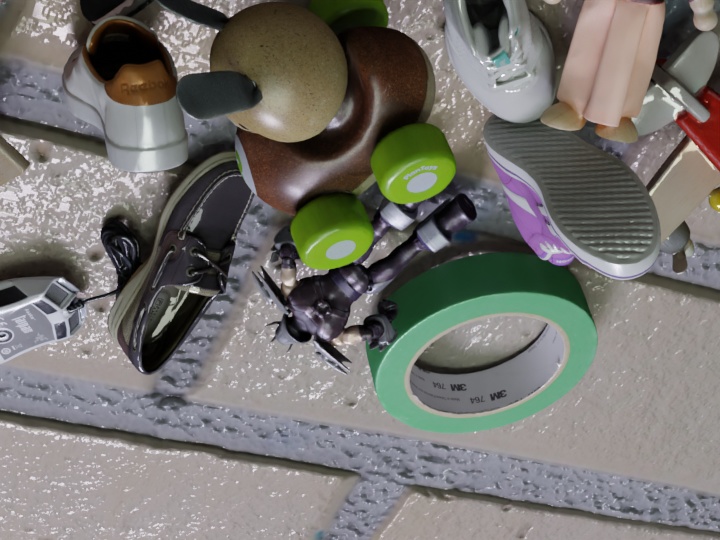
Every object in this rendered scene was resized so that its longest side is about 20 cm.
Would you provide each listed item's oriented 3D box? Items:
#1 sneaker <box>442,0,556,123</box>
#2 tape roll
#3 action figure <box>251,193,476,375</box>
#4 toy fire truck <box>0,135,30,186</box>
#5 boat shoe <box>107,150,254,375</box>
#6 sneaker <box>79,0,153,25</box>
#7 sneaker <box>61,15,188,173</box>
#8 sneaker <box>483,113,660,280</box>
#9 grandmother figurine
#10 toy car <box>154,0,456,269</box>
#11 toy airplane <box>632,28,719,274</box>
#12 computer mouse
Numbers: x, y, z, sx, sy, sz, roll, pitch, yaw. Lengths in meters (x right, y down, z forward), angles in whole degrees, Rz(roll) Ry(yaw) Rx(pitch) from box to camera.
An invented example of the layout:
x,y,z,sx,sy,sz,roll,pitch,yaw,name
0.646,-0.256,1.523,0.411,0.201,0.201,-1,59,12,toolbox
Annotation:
x,y,z,sx,sy,sz,roll,pitch,yaw,name
0.094,-0.164,1.026,0.075,0.089,0.200,-20,135,10,sneaker
0.106,0.067,1.279,0.200,0.048,0.201,-9,140,-8,tape roll
0.000,0.000,1.179,0.200,0.069,0.130,-41,110,17,action figure
-0.343,-0.068,1.048,0.200,0.129,0.176,-41,128,14,toy fire truck
-0.133,-0.002,1.150,0.072,0.065,0.200,13,121,-44,boat shoe
-0.124,-0.242,0.942,0.200,0.076,0.088,-34,107,28,sneaker
-0.154,-0.136,0.962,0.073,0.200,0.085,-12,116,-19,sneaker
0.168,-0.035,1.094,0.072,0.201,0.114,-25,131,-7,sneaker
0.187,-0.191,1.001,0.121,0.061,0.201,9,116,-1,grandmother figurine
-0.060,-0.116,0.958,0.158,0.165,0.200,-39,147,28,toy car
0.283,-0.096,1.108,0.199,0.141,0.200,-3,100,9,toy airplane
-0.267,0.026,1.202,0.199,0.044,0.110,-17,140,1,computer mouse
